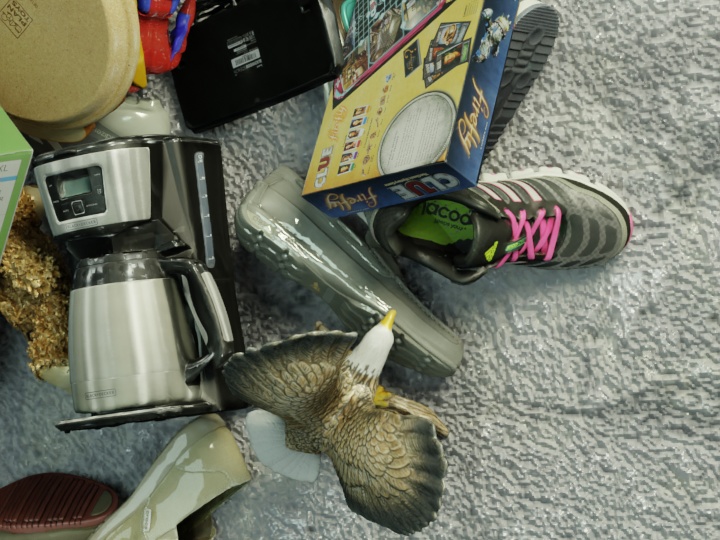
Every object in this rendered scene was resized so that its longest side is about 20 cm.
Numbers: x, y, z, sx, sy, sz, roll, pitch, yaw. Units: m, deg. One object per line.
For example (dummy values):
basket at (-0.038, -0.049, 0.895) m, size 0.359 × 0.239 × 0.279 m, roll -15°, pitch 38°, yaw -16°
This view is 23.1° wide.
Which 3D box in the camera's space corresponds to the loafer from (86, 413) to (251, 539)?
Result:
loafer at (-0.155, 0.203, 1.362) m, size 0.068 × 0.076 × 0.201 m, roll 41°, pitch 107°, yaw 19°

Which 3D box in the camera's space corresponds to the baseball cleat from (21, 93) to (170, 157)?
baseball cleat at (-0.245, -0.099, 1.369) m, size 0.198 × 0.070 × 0.107 m, roll 10°, pitch 99°, yaw 21°

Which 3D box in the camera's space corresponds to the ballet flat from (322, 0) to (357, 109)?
ballet flat at (-0.025, -0.200, 1.281) m, size 0.069 × 0.069 × 0.202 m, roll -14°, pitch 91°, yaw 22°

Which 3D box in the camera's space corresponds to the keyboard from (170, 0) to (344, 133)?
keyboard at (-0.074, -0.170, 1.284) m, size 0.199 × 0.039 × 0.105 m, roll -12°, pitch 93°, yaw 50°

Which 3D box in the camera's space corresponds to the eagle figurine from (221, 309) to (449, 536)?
eagle figurine at (-0.014, 0.093, 1.208) m, size 0.150 × 0.200 × 0.152 m, roll -1°, pitch 102°, yaw 4°

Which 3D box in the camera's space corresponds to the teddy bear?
teddy bear at (-0.242, 0.009, 1.339) m, size 0.066 × 0.145 × 0.201 m, roll -29°, pitch 63°, yaw 0°

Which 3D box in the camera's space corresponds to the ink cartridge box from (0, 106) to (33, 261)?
ink cartridge box at (-0.288, -0.079, 1.245) m, size 0.104 × 0.059 × 0.201 m, roll 50°, pitch 134°, yaw 30°

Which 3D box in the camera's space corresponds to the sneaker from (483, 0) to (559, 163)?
sneaker at (0.061, -0.123, 1.260) m, size 0.082 × 0.070 × 0.201 m, roll 48°, pitch 112°, yaw 33°

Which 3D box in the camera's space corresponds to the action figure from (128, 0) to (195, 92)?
action figure at (-0.145, -0.204, 1.273) m, size 0.201 × 0.065 × 0.052 m, roll 116°, pitch 144°, yaw -42°

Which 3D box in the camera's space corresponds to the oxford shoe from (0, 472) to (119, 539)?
oxford shoe at (-0.275, 0.214, 1.425) m, size 0.198 × 0.071 × 0.075 m, roll -8°, pitch 116°, yaw 23°

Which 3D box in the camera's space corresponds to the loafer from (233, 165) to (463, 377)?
loafer at (0.000, 0.000, 1.285) m, size 0.200 × 0.070 × 0.070 m, roll 40°, pitch 66°, yaw -2°

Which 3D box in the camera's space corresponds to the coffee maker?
coffee maker at (-0.154, 0.009, 1.280) m, size 0.133 × 0.192 × 0.202 m, roll -7°, pitch 86°, yaw 4°

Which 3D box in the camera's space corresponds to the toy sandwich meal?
toy sandwich meal at (-0.225, -0.187, 1.253) m, size 0.204 × 0.070 × 0.207 m, roll 14°, pitch 124°, yaw 22°

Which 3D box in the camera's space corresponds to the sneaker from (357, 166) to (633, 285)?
sneaker at (0.092, -0.027, 1.206) m, size 0.198 × 0.088 × 0.074 m, roll 9°, pitch 119°, yaw -8°

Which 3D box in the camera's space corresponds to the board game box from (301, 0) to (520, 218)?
board game box at (0.040, -0.140, 1.189) m, size 0.135 × 0.035 × 0.201 m, roll -10°, pitch 56°, yaw 44°
